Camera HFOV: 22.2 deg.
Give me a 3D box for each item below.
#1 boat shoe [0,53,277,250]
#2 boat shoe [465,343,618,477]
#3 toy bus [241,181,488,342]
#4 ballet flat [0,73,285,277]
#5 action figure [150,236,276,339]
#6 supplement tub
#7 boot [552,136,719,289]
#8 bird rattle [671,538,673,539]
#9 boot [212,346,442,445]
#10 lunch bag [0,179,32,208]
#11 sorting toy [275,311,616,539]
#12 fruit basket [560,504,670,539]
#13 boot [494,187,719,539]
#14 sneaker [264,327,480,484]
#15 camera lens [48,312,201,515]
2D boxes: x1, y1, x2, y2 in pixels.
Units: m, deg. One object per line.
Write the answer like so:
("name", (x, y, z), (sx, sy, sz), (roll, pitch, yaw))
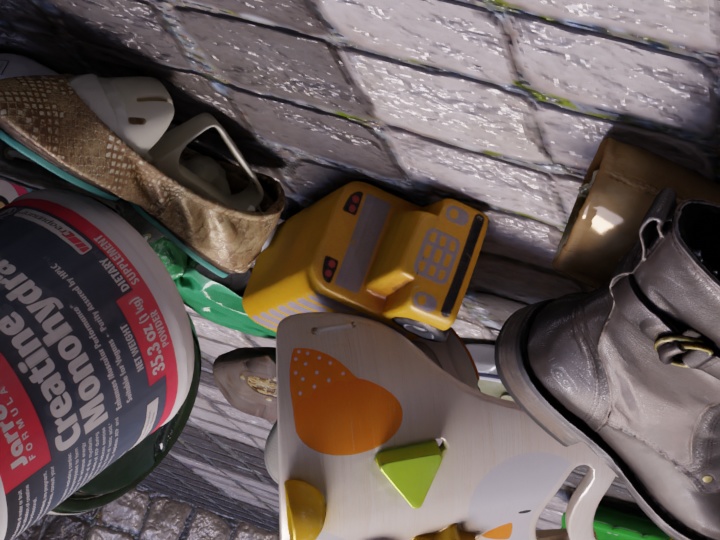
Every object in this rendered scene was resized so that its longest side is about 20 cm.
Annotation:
("boat shoe", (-0.135, -0.043, 1.005), (0.199, 0.071, 0.072), (29, 164, -32))
("boat shoe", (0.123, 0.093, 1.186), (0.199, 0.062, 0.072), (10, 164, 41))
("toy bus", (0.000, 0.000, 0.995), (0.078, 0.066, 0.200), (25, 167, -13))
("ballet flat", (-0.107, -0.061, 0.920), (0.200, 0.065, 0.071), (32, -165, -52))
("action figure", (-0.052, 0.021, 1.175), (0.199, 0.055, 0.118), (22, 169, -23))
("supplement tub", (-0.191, 0.061, 0.898), (0.140, 0.200, 0.141), (24, 132, 29))
("boot", (0.181, 0.018, 0.811), (0.199, 0.067, 0.175), (19, 155, 2))
("bird rattle", (0.165, 0.079, 0.975), (0.163, 0.113, 0.200), (34, 168, 17))
("boot", (0.016, 0.096, 1.261), (0.185, 0.065, 0.200), (15, 180, 30))
("lunch bag", (-0.271, -0.032, 0.988), (0.081, 0.178, 0.200), (13, 175, 36))
("sorting toy", (0.045, 0.120, 0.984), (0.178, 0.108, 0.201), (-2, 144, -3))
("fruit basket", (0.261, 0.275, 1.649), (0.184, 0.094, 0.200), (11, 167, 35))
("boot", (0.158, 0.050, 0.737), (0.199, 0.070, 0.174), (30, 154, -14))
("sneaker", (-0.019, 0.088, 1.105), (0.092, 0.076, 0.200), (-15, 165, -38))
("camera lens", (-0.214, 0.050, 1.198), (0.199, 0.160, 0.160), (33, 176, 33))
